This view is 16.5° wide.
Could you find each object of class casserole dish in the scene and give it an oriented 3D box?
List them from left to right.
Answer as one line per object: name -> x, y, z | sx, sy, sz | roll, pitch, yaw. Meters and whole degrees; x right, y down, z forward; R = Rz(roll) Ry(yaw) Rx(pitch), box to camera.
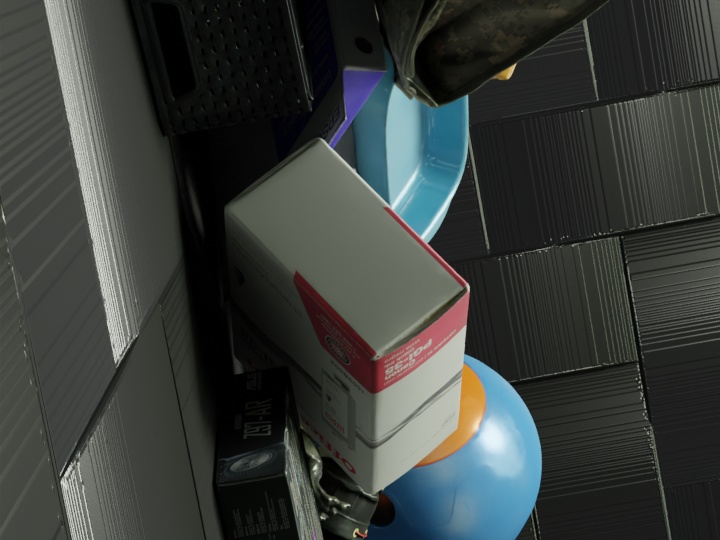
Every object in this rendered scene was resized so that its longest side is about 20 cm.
casserole dish -> 0.033, -0.100, 1.728 | 0.121, 0.039, 0.200 | -55, 154, -37

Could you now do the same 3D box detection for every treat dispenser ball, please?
treat dispenser ball -> 0.057, 0.168, 2.147 | 0.201, 0.200, 0.202 | -10, 90, -87

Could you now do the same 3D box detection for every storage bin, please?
storage bin -> -0.088, -0.190, 1.531 | 0.200, 0.093, 0.136 | -95, 174, -55

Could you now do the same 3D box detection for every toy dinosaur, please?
toy dinosaur -> -0.046, 0.135, 1.727 | 0.088, 0.047, 0.200 | 64, 0, 4

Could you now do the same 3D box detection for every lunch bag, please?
lunch bag -> 0.080, -0.215, 1.582 | 0.117, 0.200, 0.164 | 36, 21, -30

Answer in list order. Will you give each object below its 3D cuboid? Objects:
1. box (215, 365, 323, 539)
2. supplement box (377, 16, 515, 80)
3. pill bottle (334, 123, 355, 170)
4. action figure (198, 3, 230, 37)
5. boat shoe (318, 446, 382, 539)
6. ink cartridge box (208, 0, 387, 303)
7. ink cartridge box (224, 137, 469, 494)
box -> -0.047, 0.182, 1.541 | 0.160, 0.043, 0.201 | -93, 173, -68
supplement box -> 0.020, -0.206, 1.799 | 0.126, 0.200, 0.074 | -154, -93, -82
pill bottle -> -0.033, -0.127, 1.857 | 0.200, 0.114, 0.114 | -159, -121, -78
action figure -> -0.108, -0.258, 1.820 | 0.066, 0.052, 0.200 | 84, 4, -47
boat shoe -> -0.025, 0.178, 1.909 | 0.063, 0.074, 0.201 | -61, -178, -10
ink cartridge box -> -0.046, -0.109, 1.663 | 0.198, 0.043, 0.200 | -54, -147, 43
ink cartridge box -> -0.009, 0.034, 1.574 | 0.147, 0.083, 0.200 | 44, -21, 22
